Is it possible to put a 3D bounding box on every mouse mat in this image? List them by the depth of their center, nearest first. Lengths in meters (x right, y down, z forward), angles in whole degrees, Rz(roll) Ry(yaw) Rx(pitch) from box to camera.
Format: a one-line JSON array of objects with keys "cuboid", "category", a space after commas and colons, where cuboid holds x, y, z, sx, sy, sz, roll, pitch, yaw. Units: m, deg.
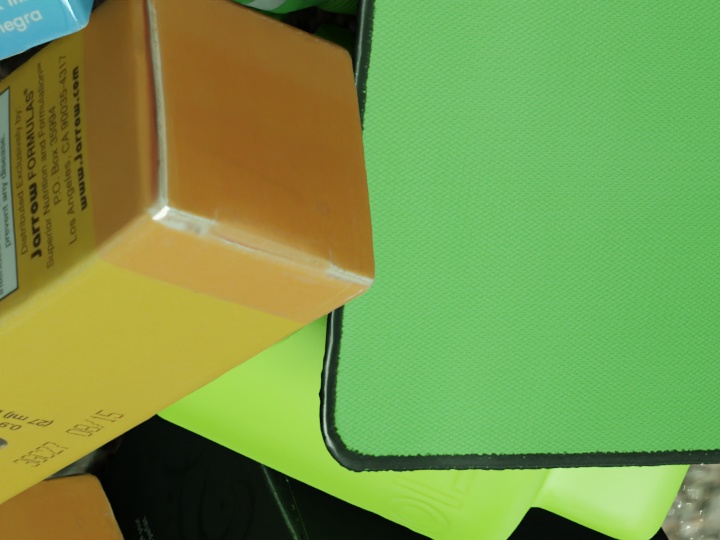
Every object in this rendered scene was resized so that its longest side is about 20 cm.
[{"cuboid": [0.078, -0.030, 0.713, 0.199, 0.008, 0.162, 2, 98, -34], "category": "mouse mat"}]

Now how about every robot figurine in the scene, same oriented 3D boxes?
[{"cuboid": [0.000, 0.000, 0.771, 0.199, 0.175, 0.116, 24, 97, 1], "category": "robot figurine"}]

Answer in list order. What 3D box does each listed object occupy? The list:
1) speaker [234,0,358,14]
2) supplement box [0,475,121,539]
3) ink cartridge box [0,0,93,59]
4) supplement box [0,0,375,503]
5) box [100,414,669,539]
[{"cuboid": [0.053, -0.102, 0.759, 0.199, 0.089, 0.089, 4, 124, -21], "category": "speaker"}, {"cuboid": [-0.134, 0.143, 0.846, 0.069, 0.067, 0.200, -8, 148, -39], "category": "supplement box"}, {"cuboid": [-0.122, -0.150, 0.619, 0.066, 0.116, 0.201, -18, 119, 13], "category": "ink cartridge box"}, {"cuboid": [-0.087, 0.008, 0.679, 0.066, 0.069, 0.200, 18, 142, -40], "category": "supplement box"}, {"cuboid": [-0.014, 0.134, 0.887, 0.148, 0.124, 0.201, 11, 121, -29], "category": "box"}]
